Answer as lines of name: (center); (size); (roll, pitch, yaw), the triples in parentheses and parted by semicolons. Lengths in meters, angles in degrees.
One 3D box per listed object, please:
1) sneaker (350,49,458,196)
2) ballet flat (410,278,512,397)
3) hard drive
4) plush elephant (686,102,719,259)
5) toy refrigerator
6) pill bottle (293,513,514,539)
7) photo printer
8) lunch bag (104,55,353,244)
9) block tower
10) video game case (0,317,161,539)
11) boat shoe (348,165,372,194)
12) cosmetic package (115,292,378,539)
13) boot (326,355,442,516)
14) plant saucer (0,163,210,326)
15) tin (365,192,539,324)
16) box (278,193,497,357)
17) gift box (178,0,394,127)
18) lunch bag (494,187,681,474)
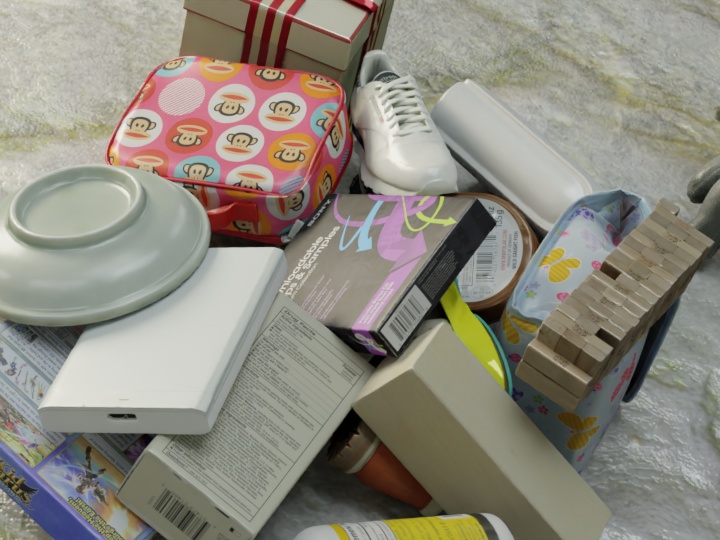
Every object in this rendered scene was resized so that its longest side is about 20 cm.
sneaker: (0.033, -0.124, 1.743); (0.076, 0.081, 0.200); (-5, 27, -18)
ballet flat: (0.059, 0.044, 1.592); (0.067, 0.067, 0.201); (1, 38, -20)
hard drive: (-0.144, 0.049, 1.491); (0.131, 0.026, 0.200); (-1, 35, 18)
plush elephant: (0.397, -0.087, 1.878); (0.164, 0.201, 0.155); (17, 22, 14)
toy refrigerator: (0.094, 0.141, 1.514); (0.200, 0.076, 0.070); (48, 43, -9)
pill bottle: (0.009, 0.235, 1.425); (0.198, 0.112, 0.112); (-2, 44, -18)
photo printer: (0.166, -0.073, 1.790); (0.200, 0.070, 0.166); (44, 5, 29)
lunch bag: (-0.118, -0.099, 1.743); (0.199, 0.082, 0.177); (11, 51, 18)
block tower: (0.196, 0.024, 1.510); (0.058, 0.054, 0.200); (34, 48, 14)
video game case: (-0.203, 0.113, 1.514); (0.200, 0.046, 0.181); (42, 45, 8)
boat shoe: (0.041, -0.026, 1.763); (0.075, 0.061, 0.200); (-12, 48, -28)
cosmetic package: (-0.082, 0.120, 1.492); (0.103, 0.073, 0.200); (39, 44, 2)
boot: (0.043, 0.117, 1.610); (0.107, 0.075, 0.200); (34, 34, -9)
plant saucer: (-0.218, -0.035, 1.559); (0.198, 0.051, 0.201); (-5, 35, 3)
tin: (0.053, -0.012, 1.702); (0.198, 0.042, 0.113); (-1, 65, 14)
box: (0.000, 0.000, 1.600); (0.199, 0.036, 0.143); (2, 49, 54)
gift box: (-0.069, -0.235, 1.866); (0.183, 0.188, 0.201); (19, 42, 4)
lunch bag: (0.183, 0.049, 1.639); (0.126, 0.170, 0.200); (23, 42, 9)
